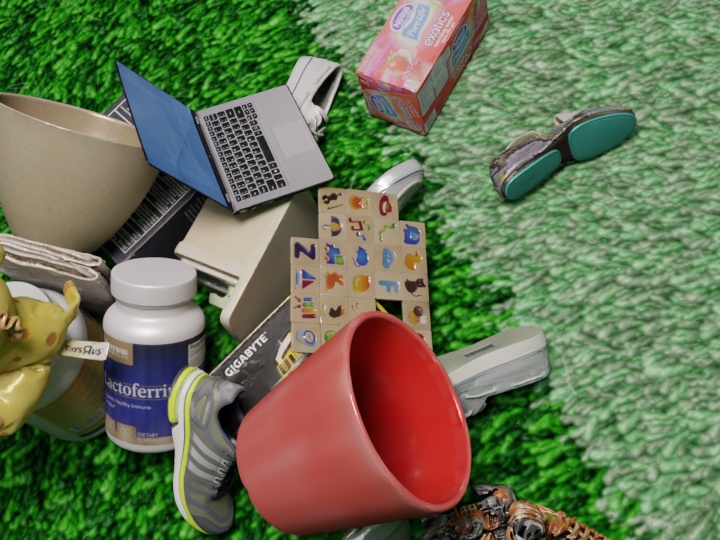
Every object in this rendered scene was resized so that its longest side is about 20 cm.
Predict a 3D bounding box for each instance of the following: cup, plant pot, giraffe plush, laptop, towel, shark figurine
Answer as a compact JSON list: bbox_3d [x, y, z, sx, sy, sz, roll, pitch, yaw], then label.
[{"bbox_3d":[-0.335,-0.105,0.974,0.199,0.200,0.144,23,103,20],"label":"cup"},{"bbox_3d":[-0.015,0.168,0.844,0.177,0.200,0.202,-30,60,28],"label":"plant pot"},{"bbox_3d":[-0.370,0.059,0.814,0.198,0.162,0.174,-13,64,6],"label":"giraffe plush"},{"bbox_3d":[-0.156,-0.173,0.981,0.198,0.116,0.188,-19,53,-10],"label":"laptop"},{"bbox_3d":[-0.344,0.014,0.995,0.131,0.200,0.035,15,72,3],"label":"towel"},{"bbox_3d":[0.011,0.285,0.909,0.214,0.090,0.128,-45,31,-18],"label":"shark figurine"}]

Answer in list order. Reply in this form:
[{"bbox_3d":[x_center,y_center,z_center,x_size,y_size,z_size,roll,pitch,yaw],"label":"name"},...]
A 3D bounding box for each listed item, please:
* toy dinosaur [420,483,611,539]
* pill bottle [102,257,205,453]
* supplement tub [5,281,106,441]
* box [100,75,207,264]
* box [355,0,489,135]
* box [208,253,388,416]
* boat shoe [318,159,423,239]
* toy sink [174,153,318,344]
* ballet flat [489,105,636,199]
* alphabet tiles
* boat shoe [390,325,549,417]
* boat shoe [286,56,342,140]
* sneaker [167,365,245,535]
[{"bbox_3d":[0.160,0.282,0.871,0.199,0.102,0.137,-16,44,28],"label":"toy dinosaur"},{"bbox_3d":[-0.235,0.095,0.968,0.115,0.116,0.202,9,109,16],"label":"pill bottle"},{"bbox_3d":[-0.366,0.109,0.994,0.143,0.200,0.146,-4,65,9],"label":"supplement tub"},{"bbox_3d":[-0.279,-0.109,1.117,0.200,0.123,0.198,40,79,24],"label":"box"},{"bbox_3d":[0.087,-0.300,1.138,0.094,0.103,0.201,24,74,20],"label":"box"},{"bbox_3d":[-0.051,0.108,0.979,0.200,0.049,0.160,-44,93,-9],"label":"box"},{"bbox_3d":[0.015,-0.050,1.058,0.200,0.074,0.065,-45,74,1],"label":"boat shoe"},{"bbox_3d":[-0.144,-0.018,1.045,0.111,0.131,0.201,19,72,19],"label":"toy sink"},{"bbox_3d":[0.247,-0.163,1.064,0.199,0.072,0.072,-29,63,-4],"label":"ballet flat"},{"bbox_3d":[0.000,0.000,0.972,0.166,0.008,0.202,4,69,-17],"label":"alphabet tiles"},{"bbox_3d":[0.123,0.128,0.949,0.199,0.070,0.072,-21,102,-6],"label":"boat shoe"},{"bbox_3d":[-0.076,-0.207,1.147,0.065,0.074,0.202,9,69,20],"label":"boat shoe"},{"bbox_3d":[-0.158,0.205,0.928,0.080,0.202,0.074,5,22,24],"label":"sneaker"}]
